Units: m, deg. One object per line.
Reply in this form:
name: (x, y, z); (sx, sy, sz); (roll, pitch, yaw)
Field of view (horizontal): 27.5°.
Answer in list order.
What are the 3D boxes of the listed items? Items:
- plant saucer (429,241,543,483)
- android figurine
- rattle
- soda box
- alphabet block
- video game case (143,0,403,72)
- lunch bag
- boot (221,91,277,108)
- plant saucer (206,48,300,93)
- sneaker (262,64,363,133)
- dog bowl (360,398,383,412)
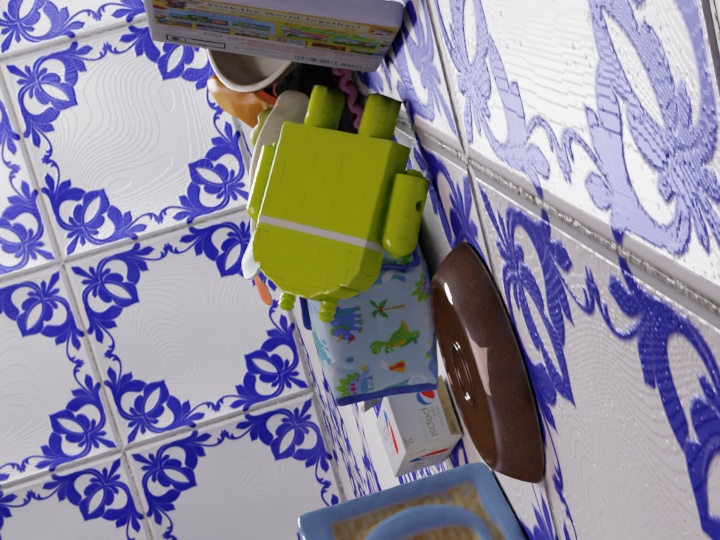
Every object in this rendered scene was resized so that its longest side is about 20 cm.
plant saucer: (0.095, 0.077, 1.171); (0.200, 0.034, 0.201); (164, 90, -84)
android figurine: (-0.026, -0.057, 1.271); (0.041, 0.182, 0.200); (13, -91, -55)
rattle: (-0.118, -0.082, 1.421); (0.130, 0.143, 0.200); (53, -124, -86)
soda box: (0.060, 0.168, 1.565); (0.200, 0.064, 0.068); (95, 157, -75)
alphabet block: (0.068, 0.328, 1.342); (0.196, 0.195, 0.200); (-113, 10, -56)
video game case: (-0.074, -0.202, 1.195); (0.182, 0.200, 0.023); (147, 130, -83)
lunch bag: (0.000, 0.000, 1.417); (0.200, 0.127, 0.170); (-98, 0, -50)
boot: (-0.139, -0.236, 1.640); (0.200, 0.107, 0.075); (42, -165, -19)
plant saucer: (-0.085, -0.265, 1.399); (0.200, 0.029, 0.200); (-15, 70, 50)
sneaker: (-0.052, -0.184, 1.486); (0.079, 0.095, 0.200); (-122, 15, -60)
dog bowl: (0.001, 0.076, 1.863); (0.200, 0.059, 0.200); (164, 90, -83)
